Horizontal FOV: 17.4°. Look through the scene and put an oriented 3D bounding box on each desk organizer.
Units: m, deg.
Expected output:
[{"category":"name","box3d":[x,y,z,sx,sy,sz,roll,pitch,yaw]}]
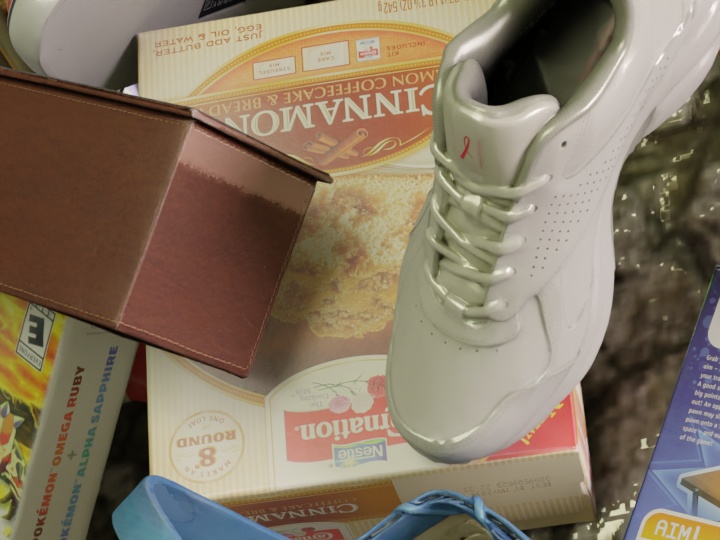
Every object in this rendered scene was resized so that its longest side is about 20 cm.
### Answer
[{"category":"desk organizer","box3d":[-0.114,-0.026,0.853,0.200,0.072,0.077,15,84,44]}]

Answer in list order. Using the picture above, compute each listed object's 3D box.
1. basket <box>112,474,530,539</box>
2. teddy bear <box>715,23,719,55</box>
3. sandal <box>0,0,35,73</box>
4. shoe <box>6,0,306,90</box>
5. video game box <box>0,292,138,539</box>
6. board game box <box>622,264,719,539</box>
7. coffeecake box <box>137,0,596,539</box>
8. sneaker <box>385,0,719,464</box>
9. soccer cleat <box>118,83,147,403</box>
[{"category":"basket","box3d":[0.019,0.149,0.744,0.139,0.200,0.176,-47,54,13]},{"category":"teddy bear","box3d":[0.181,-0.095,0.805,0.145,0.200,0.067,-31,10,-14]},{"category":"sandal","box3d":[-0.169,-0.117,0.978,0.054,0.200,0.080,-38,5,-37]},{"category":"shoe","box3d":[-0.098,-0.133,0.955,0.091,0.200,0.071,37,120,17]},{"category":"video game box","box3d":[-0.180,0.049,0.972,0.200,0.047,0.182,34,120,39]},{"category":"board game box","box3d":[0.190,0.079,0.774,0.200,0.034,0.135,12,74,36]},{"category":"coffeecake box","box3d":[0.000,0.000,0.883,0.153,0.073,0.200,-8,63,7]},{"category":"sneaker","box3d":[0.045,-0.031,0.764,0.078,0.099,0.200,24,100,27]},{"category":"soccer cleat","box3d":[-0.074,-0.036,0.989,0.073,0.068,0.200,0,61,6]}]
